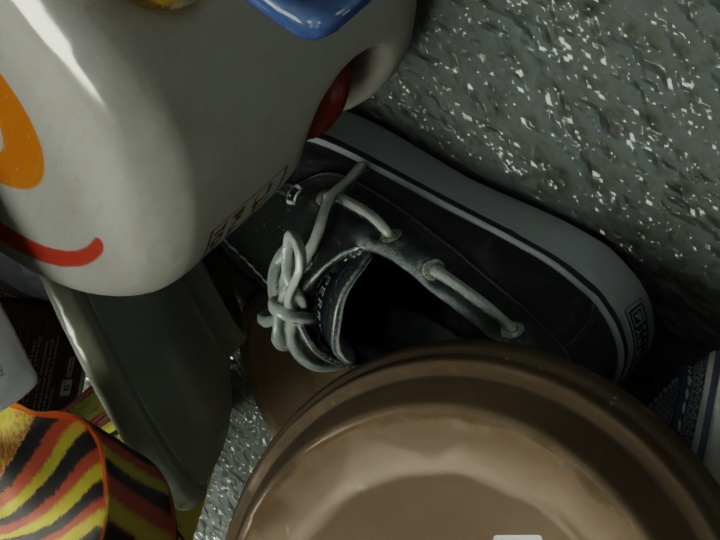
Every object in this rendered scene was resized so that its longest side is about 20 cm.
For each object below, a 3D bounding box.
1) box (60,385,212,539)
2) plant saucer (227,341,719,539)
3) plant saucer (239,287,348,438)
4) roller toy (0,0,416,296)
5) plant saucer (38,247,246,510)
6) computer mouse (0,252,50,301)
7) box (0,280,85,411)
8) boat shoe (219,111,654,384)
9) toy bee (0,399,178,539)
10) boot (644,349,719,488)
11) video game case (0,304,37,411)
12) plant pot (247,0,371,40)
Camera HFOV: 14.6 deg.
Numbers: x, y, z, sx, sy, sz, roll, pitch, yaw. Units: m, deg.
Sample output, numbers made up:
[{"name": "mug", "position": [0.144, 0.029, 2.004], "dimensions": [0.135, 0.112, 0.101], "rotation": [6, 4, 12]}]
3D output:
[{"name": "box", "position": [-0.100, 0.085, 1.115], "dimensions": [0.050, 0.075, 0.200], "rotation": [51, -169, -8]}, {"name": "plant saucer", "position": [0.033, 0.123, 0.856], "dimensions": [0.199, 0.029, 0.201], "rotation": [3, 97, 32]}, {"name": "plant saucer", "position": [0.035, 0.075, 1.051], "dimensions": [0.200, 0.029, 0.201], "rotation": [36, 153, 21]}, {"name": "roller toy", "position": [-0.086, -0.090, 0.862], "dimensions": [0.199, 0.140, 0.183], "rotation": [21, 146, 42]}, {"name": "plant saucer", "position": [-0.085, -0.013, 1.029], "dimensions": [0.200, 0.050, 0.201], "rotation": [-24, -90, -89]}, {"name": "computer mouse", "position": [-0.171, -0.027, 1.206], "dimensions": [0.200, 0.046, 0.141], "rotation": [39, 154, 17]}, {"name": "box", "position": [-0.210, 0.034, 1.178], "dimensions": [0.100, 0.075, 0.200], "rotation": [15, -173, 28]}, {"name": "boat shoe", "position": [0.000, 0.002, 0.934], "dimensions": [0.199, 0.068, 0.074], "rotation": [28, 136, 33]}, {"name": "toy bee", "position": [-0.139, 0.062, 0.965], "dimensions": [0.199, 0.109, 0.131], "rotation": [7, 158, 23]}, {"name": "boot", "position": [0.066, 0.086, 0.910], "dimensions": [0.090, 0.073, 0.201], "rotation": [17, 139, 1]}, {"name": "video game case", "position": [-0.193, -0.059, 0.912], "dimensions": [0.200, 0.024, 0.183], "rotation": [28, 148, 50]}, {"name": "plant pot", "position": [-0.014, -0.179, 0.557], "dimensions": [0.200, 0.200, 0.180], "rotation": [40, 161, 12]}]
